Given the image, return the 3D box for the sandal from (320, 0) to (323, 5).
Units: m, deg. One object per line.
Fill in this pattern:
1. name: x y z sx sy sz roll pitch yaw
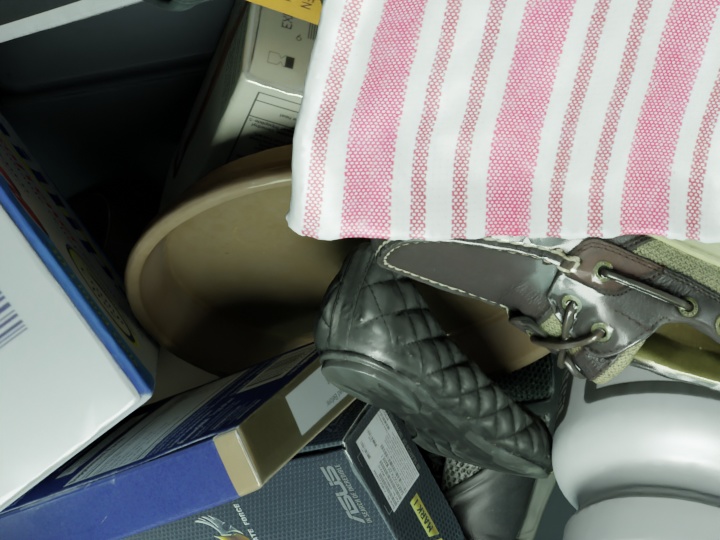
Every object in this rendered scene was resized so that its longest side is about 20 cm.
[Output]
1. sandal: -0.002 -0.126 0.774 0.080 0.054 0.200 2 147 17

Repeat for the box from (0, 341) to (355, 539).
1. box: -0.103 0.087 0.967 0.200 0.121 0.032 -20 99 27

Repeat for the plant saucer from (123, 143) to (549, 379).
1. plant saucer: 0.000 0.000 0.955 0.199 0.030 0.200 1 151 0

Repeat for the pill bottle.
1. pill bottle: 0.146 0.053 0.994 0.115 0.201 0.116 9 149 5

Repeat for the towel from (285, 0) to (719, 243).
1. towel: 0.080 -0.072 0.775 0.199 0.030 0.147 0 123 -15

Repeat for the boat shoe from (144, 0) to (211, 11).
1. boat shoe: -0.115 -0.142 0.757 0.199 0.066 0.075 34 143 15

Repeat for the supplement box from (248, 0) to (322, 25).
1. supplement box: 0.005 -0.134 0.871 0.199 0.069 0.067 16 148 -9

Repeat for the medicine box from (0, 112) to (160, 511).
1. medicine box: -0.178 -0.004 0.957 0.182 0.103 0.200 54 -179 -7

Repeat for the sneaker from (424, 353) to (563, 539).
1. sneaker: 0.044 0.081 1.100 0.114 0.200 0.076 24 -175 -19

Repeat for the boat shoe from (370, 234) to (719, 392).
1. boat shoe: 0.098 0.011 0.869 0.199 0.065 0.073 11 160 -9

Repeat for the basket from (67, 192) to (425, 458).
1. basket: -0.089 0.059 1.159 0.200 0.136 0.180 37 134 -28

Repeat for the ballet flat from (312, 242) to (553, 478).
1. ballet flat: 0.042 0.048 0.969 0.066 0.057 0.200 9 164 28

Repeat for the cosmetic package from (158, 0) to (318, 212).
1. cosmetic package: -0.024 -0.053 0.990 0.103 0.088 0.200 15 148 -12

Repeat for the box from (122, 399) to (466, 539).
1. box: -0.017 0.160 1.071 0.157 0.051 0.200 -13 113 35

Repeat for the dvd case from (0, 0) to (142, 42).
1. dvd case: -0.135 -0.161 0.833 0.200 0.025 0.151 -9 119 45
